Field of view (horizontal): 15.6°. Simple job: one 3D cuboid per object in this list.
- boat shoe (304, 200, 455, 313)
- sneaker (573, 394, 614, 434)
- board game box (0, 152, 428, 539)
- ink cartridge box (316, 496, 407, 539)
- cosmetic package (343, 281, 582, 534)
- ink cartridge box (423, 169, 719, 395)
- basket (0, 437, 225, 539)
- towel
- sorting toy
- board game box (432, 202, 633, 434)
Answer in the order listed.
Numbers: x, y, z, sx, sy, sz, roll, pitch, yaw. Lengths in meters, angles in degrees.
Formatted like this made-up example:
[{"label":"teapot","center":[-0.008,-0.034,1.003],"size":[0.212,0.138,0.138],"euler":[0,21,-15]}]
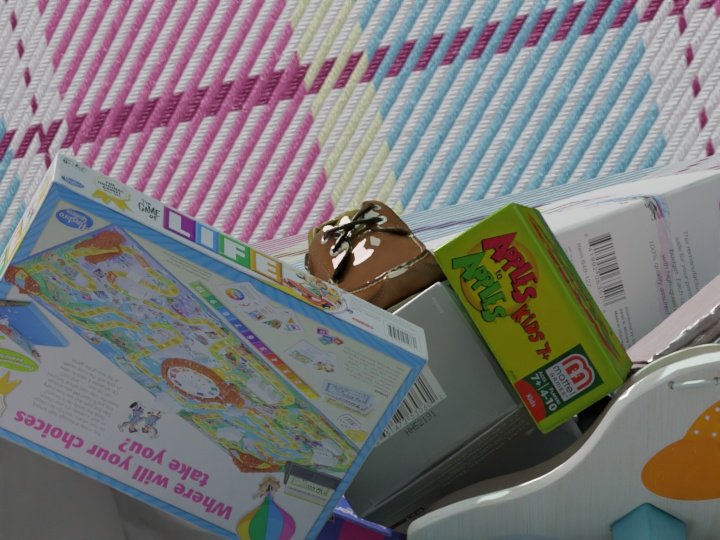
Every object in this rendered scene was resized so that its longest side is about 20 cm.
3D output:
[{"label":"boat shoe","center":[0.000,0.000,1.446],"size":[0.072,0.068,0.200],"euler":[-24,3,-12]},{"label":"sneaker","center":[0.119,0.079,1.562],"size":[0.075,0.107,0.200],"euler":[-18,7,-37]},{"label":"board game box","center":[-0.087,0.046,1.259],"size":[0.199,0.135,0.034],"euler":[26,22,-15]},{"label":"ink cartridge box","center":[-0.021,0.124,1.532],"size":[0.119,0.042,0.200],"euler":[20,10,7]},{"label":"cosmetic package","center":[0.045,0.082,1.400],"size":[0.107,0.090,0.200],"euler":[-37,-20,8]},{"label":"ink cartridge box","center":[0.151,0.030,1.746],"size":[0.199,0.148,0.144],"euler":[-17,7,-36]},{"label":"basket","center":[-0.169,0.120,1.385],"size":[0.198,0.201,0.161],"euler":[-20,7,-34]},{"label":"towel","center":[0.240,0.004,1.545],"size":[0.200,0.032,0.191],"euler":[-38,-1,-2]},{"label":"sorting toy","center":[0.112,0.106,1.279],"size":[0.179,0.107,0.200],"euler":[-13,-2,6]},{"label":"board game box","center":[0.091,0.022,1.332],"size":[0.048,0.102,0.200],"euler":[-31,-3,6]}]
